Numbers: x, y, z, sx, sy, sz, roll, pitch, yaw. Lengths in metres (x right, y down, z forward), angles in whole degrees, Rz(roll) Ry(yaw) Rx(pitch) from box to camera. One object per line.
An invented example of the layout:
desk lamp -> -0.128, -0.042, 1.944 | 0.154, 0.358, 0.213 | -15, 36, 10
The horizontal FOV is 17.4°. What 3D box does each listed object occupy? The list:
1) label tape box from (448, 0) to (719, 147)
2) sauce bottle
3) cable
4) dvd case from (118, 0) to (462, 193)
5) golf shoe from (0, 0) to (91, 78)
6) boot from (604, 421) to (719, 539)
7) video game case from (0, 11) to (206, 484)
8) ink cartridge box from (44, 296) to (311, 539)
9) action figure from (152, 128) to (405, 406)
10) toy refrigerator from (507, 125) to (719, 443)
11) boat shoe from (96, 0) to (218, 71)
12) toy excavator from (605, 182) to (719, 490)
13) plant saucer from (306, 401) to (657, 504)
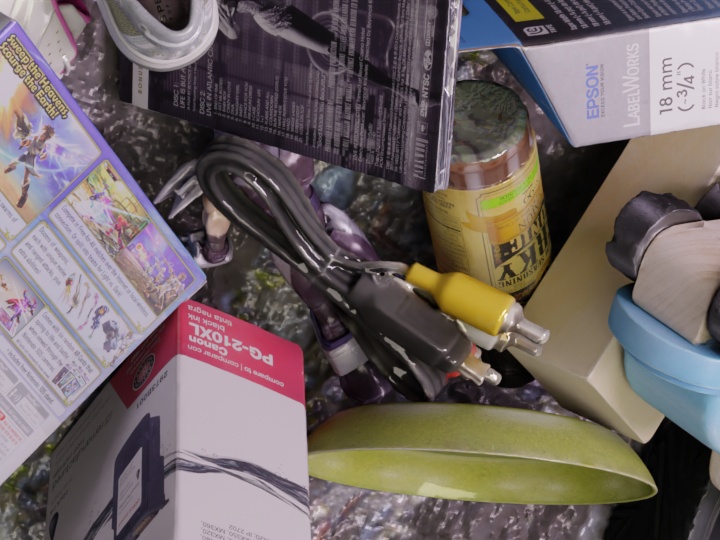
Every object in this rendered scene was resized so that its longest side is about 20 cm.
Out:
label tape box -> 0.118, -0.121, 1.207 | 0.199, 0.144, 0.063 | -9, 117, -10
sauce bottle -> 0.071, -0.014, 1.260 | 0.065, 0.065, 0.200 | -22, 140, -5
cable -> 0.000, 0.000, 1.214 | 0.200, 0.097, 0.050 | 38, 58, -1
dvd case -> -0.037, -0.132, 1.150 | 0.016, 0.200, 0.149 | -25, 126, -51
golf shoe -> -0.180, -0.097, 1.177 | 0.091, 0.075, 0.201 | 0, 114, -19
boot -> 0.251, 0.131, 1.389 | 0.168, 0.076, 0.201 | 7, 121, -26
video game case -> -0.192, -0.001, 1.149 | 0.181, 0.045, 0.200 | -45, 133, -12
ink cartridge box -> -0.096, 0.138, 1.209 | 0.084, 0.200, 0.145 | 24, 127, -23
action figure -> -0.030, -0.020, 1.256 | 0.130, 0.069, 0.200 | -30, 114, 7
toy refrigerator -> 0.164, -0.017, 1.265 | 0.200, 0.070, 0.076 | -57, 136, -11
boat shoe -> -0.120, -0.194, 1.119 | 0.074, 0.065, 0.203 | -20, 87, -9
toy excavator -> 0.198, 0.060, 1.225 | 0.194, 0.100, 0.201 | -8, 125, -41
plant saucer -> 0.062, 0.099, 1.280 | 0.199, 0.200, 0.031 | 9, 78, -18
